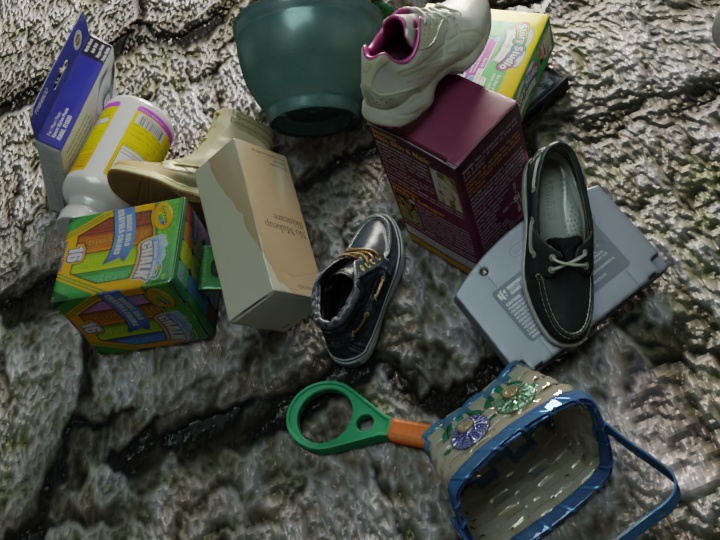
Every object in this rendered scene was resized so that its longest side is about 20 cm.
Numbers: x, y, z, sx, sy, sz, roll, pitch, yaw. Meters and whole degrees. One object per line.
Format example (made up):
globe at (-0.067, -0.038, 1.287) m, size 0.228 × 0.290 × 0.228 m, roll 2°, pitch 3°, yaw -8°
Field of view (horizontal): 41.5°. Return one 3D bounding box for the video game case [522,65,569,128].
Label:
video game case at (0.134, -0.227, 1.220) m, size 0.180 × 0.026 × 0.200 m, roll -41°, pitch 52°, yaw -12°

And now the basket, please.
basket at (0.153, 0.188, 0.831) m, size 0.175 × 0.140 × 0.200 m, roll -36°, pitch 41°, yaw -9°

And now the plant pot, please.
plant pot at (-0.064, -0.252, 1.223) m, size 0.197 × 0.200 × 0.137 m, roll -7°, pitch 80°, yaw 15°

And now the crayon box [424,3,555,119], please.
crayon box at (0.127, -0.236, 1.176) m, size 0.170 × 0.059 × 0.202 m, roll 14°, pitch 61°, yaw 26°

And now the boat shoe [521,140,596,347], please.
boat shoe at (0.197, -0.027, 0.942) m, size 0.074 × 0.060 × 0.203 m, roll -8°, pitch 79°, yaw -6°

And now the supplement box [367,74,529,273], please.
supplement box at (0.106, -0.102, 1.025) m, size 0.103 × 0.201 × 0.130 m, roll -44°, pitch 53°, yaw -16°

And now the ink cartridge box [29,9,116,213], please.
ink cartridge box at (-0.383, -0.211, 1.291) m, size 0.040 × 0.201 × 0.202 m, roll 13°, pitch 58°, yaw 0°

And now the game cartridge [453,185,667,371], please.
game cartridge at (0.202, 0.007, 0.989) m, size 0.199 × 0.041 × 0.134 m, roll -36°, pitch 75°, yaw -8°

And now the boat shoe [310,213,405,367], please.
boat shoe at (0.000, 0.000, 1.059) m, size 0.070 × 0.091 × 0.203 m, roll 0°, pitch 55°, yaw 20°

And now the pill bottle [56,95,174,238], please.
pill bottle at (-0.330, -0.128, 1.267) m, size 0.103 × 0.105 × 0.202 m, roll 5°, pitch 57°, yaw 23°

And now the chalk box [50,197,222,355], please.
chalk box at (-0.239, 0.005, 1.122) m, size 0.197 × 0.125 × 0.126 m, roll -10°, pitch 52°, yaw 13°

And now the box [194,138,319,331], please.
box at (-0.116, -0.039, 1.088) m, size 0.077 × 0.094 × 0.203 m, roll -33°, pitch 62°, yaw 30°

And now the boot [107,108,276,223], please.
boot at (-0.214, -0.144, 1.229) m, size 0.197 × 0.073 × 0.157 m, roll 10°, pitch 55°, yaw -2°

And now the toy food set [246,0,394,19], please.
toy food set at (-0.055, -0.342, 1.279) m, size 0.197 × 0.197 × 0.050 m, roll -7°, pitch 81°, yaw 25°

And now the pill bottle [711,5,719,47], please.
pill bottle at (0.491, -0.240, 1.044) m, size 0.109 × 0.110 × 0.201 m, roll -33°, pitch 51°, yaw -6°

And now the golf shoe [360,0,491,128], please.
golf shoe at (0.068, -0.232, 0.948) m, size 0.075 × 0.092 × 0.201 m, roll 21°, pitch 58°, yaw 32°

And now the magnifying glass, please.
magnifying glass at (0.013, 0.162, 0.983) m, size 0.197 × 0.023 × 0.080 m, roll 5°, pitch 57°, yaw 26°
